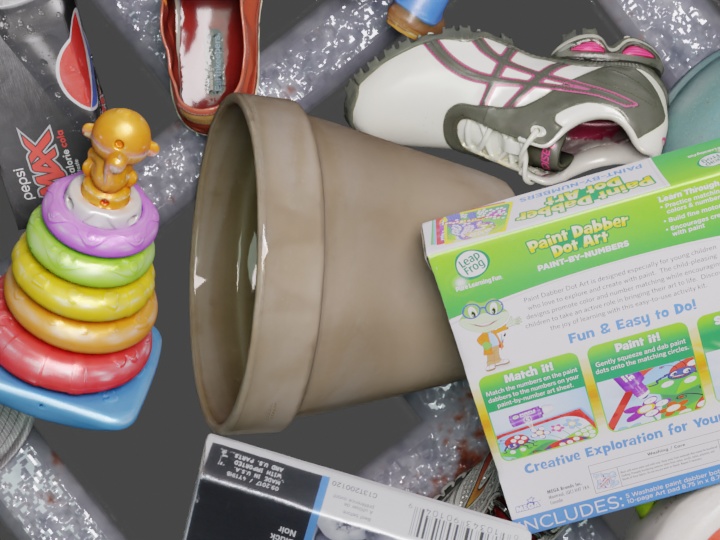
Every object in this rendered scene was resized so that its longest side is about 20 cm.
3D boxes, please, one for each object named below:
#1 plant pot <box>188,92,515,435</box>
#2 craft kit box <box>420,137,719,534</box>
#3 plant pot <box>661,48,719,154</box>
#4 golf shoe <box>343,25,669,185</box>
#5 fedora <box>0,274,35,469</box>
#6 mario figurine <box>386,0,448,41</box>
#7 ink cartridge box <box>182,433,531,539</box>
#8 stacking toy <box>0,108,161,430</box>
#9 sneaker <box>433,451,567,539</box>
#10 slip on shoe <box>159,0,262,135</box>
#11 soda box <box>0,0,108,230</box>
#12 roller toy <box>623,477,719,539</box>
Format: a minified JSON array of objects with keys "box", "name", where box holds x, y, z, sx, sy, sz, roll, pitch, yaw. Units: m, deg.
[{"box":[0.000,0.000,1.248,0.173,0.200,0.201,3,93,-14],"name":"plant pot"},{"box":[0.155,0.038,1.181,0.199,0.049,0.198,-15,120,5],"name":"craft kit box"},{"box":[0.270,-0.048,1.255,0.199,0.134,0.201,0,92,1],"name":"plant pot"},{"box":[0.088,-0.097,1.269,0.199,0.088,0.077,-4,136,3],"name":"golf shoe"},{"box":[-0.304,0.069,1.293,0.199,0.090,0.178,-7,93,1],"name":"fedora"},{"box":[0.076,-0.238,1.292,0.123,0.106,0.200,31,106,-36],"name":"mario figurine"},{"box":[-0.016,0.202,1.262,0.197,0.043,0.201,16,133,1],"name":"ink cartridge box"},{"box":[-0.159,-0.016,1.234,0.116,0.110,0.201,17,126,-3],"name":"stacking toy"},{"box":[0.094,0.140,1.293,0.078,0.082,0.200,33,94,-1],"name":"sneaker"},{"box":[-0.094,-0.184,1.292,0.074,0.061,0.201,-2,91,3],"name":"slip on shoe"},{"box":[-0.197,-0.127,1.249,0.070,0.063,0.201,-11,125,2],"name":"soda box"},{"box":[0.253,0.197,1.264,0.199,0.140,0.183,10,93,0],"name":"roller toy"}]
